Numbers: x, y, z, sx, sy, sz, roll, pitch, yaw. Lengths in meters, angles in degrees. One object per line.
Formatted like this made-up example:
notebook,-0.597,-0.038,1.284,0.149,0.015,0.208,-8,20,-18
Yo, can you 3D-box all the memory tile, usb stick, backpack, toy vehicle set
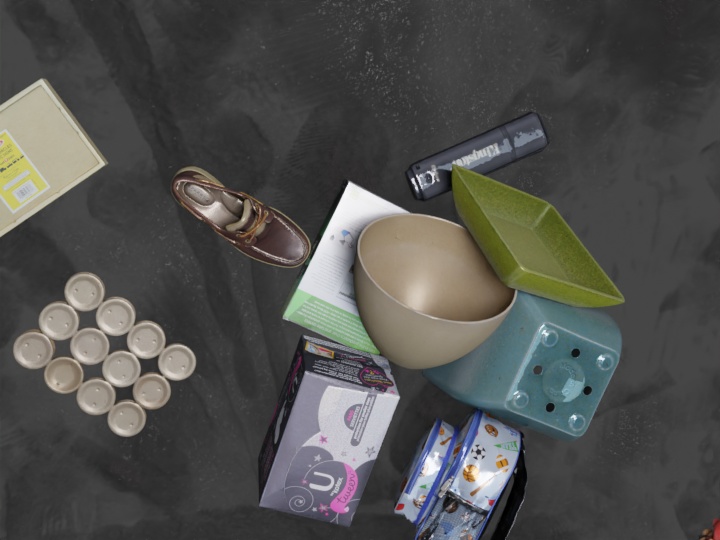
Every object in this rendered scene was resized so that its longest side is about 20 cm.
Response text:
memory tile,-0.330,0.111,1.061,0.200,0.017,0.153,41,92,-15
usb stick,0.156,-0.151,1.089,0.199,0.033,0.056,-24,104,-5
backpack,0.136,0.277,1.097,0.154,0.200,0.191,34,93,0
toy vehicle set,-0.428,-0.125,0.993,0.199,0.027,0.125,-34,104,-2

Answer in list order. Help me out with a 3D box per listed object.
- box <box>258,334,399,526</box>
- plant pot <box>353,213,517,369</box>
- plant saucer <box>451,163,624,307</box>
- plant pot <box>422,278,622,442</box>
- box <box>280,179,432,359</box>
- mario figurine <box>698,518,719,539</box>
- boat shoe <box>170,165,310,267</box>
box,-0.045,0.209,1.063,0.131,0.115,0.201,16,108,-12
plant pot,0.075,0.043,1.013,0.199,0.201,0.135,10,128,-12
plant saucer,0.209,-0.031,1.024,0.199,0.200,0.048,15,125,-36
plant pot,0.226,0.113,1.066,0.195,0.200,0.197,22,95,-14
box,0.000,0.000,1.090,0.144,0.036,0.201,26,94,-14
mario figurine,0.522,0.454,1.260,0.123,0.106,0.200,20,110,-49
boat shoe,-0.150,-0.062,1.031,0.199,0.072,0.072,34,93,-14
